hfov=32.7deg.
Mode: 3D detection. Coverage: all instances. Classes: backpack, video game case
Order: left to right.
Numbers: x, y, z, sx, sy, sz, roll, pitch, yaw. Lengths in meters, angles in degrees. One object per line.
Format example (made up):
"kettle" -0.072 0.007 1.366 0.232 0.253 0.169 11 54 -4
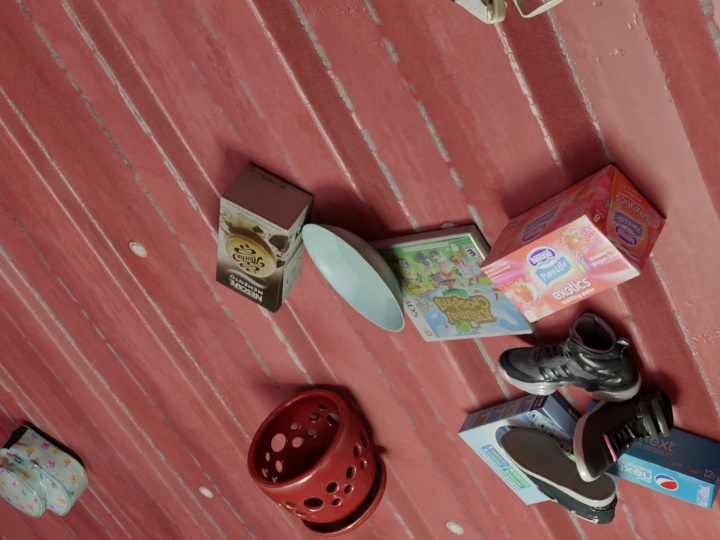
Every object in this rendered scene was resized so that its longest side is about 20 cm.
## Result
"backpack" -0.737 0.478 2.833 0.198 0.154 0.177 23 138 6
"video game case" 0.122 0.023 1.698 0.198 0.022 0.183 -8 126 44

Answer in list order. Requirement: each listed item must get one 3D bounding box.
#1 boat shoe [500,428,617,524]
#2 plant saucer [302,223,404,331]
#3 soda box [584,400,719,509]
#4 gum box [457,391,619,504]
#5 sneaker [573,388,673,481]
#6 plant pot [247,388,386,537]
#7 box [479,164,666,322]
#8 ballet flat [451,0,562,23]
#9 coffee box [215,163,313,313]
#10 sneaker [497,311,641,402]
"boat shoe" 0.275 0.291 1.725 0.199 0.075 0.061 34 145 45
"plant saucer" 0.000 0.000 1.729 0.201 0.039 0.202 42 161 17
"soda box" 0.400 0.254 1.692 0.198 0.068 0.065 18 144 24
"gum box" 0.268 0.268 1.839 0.170 0.045 0.199 46 143 -13
"sneaker" 0.347 0.206 1.594 0.098 0.200 0.072 -16 101 35
"plant pot" -0.062 0.329 2.063 0.199 0.202 0.183 -3 139 42
"box" 0.250 -0.030 1.466 0.103 0.095 0.199 45 144 -12
"ballet flat" 0.150 -0.292 1.261 0.198 0.068 0.069 -1 101 41
"coffee box" -0.143 -0.044 1.791 0.112 0.080 0.201 26 144 11
"sneaker" 0.272 0.107 1.629 0.197 0.076 0.115 7 136 26
